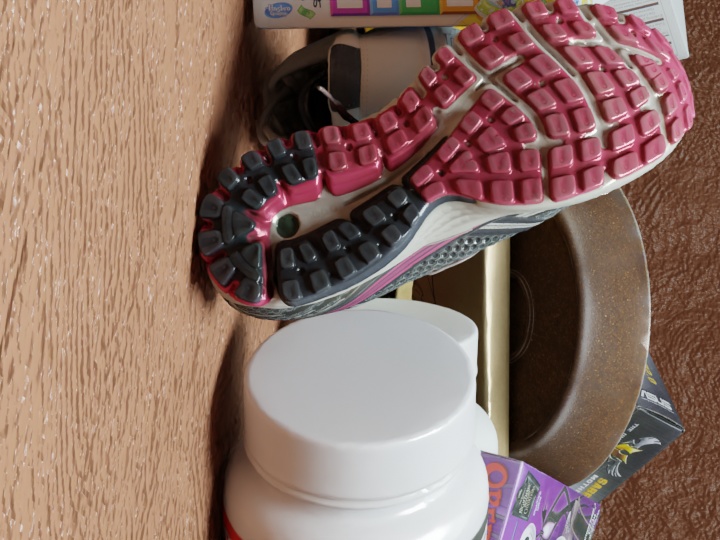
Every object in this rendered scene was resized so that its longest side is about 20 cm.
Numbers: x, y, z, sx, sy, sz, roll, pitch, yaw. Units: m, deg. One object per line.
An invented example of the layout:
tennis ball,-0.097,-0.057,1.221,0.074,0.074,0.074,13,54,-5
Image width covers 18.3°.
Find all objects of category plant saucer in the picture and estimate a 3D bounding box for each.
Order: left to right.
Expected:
plant saucer,0.098,0.027,1.300,0.200,0.034,0.201,-10,-101,62

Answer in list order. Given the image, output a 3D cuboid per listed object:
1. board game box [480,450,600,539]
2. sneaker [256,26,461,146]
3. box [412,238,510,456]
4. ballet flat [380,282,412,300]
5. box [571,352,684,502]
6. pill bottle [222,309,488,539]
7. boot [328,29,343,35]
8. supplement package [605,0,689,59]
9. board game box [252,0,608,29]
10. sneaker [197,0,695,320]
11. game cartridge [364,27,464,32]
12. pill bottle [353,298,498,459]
board game box,0.063,0.198,1.104,0.120,0.032,0.201,29,75,-57
sneaker,-0.011,-0.070,0.978,0.200,0.071,0.073,144,-50,-69
box,0.040,0.040,1.346,0.163,0.021,0.201,-2,-93,62
ballet flat,0.000,0.000,1.177,0.200,0.068,0.063,83,26,-60
box,0.090,0.095,1.394,0.048,0.200,0.159,28,28,-39
pill bottle,-0.003,0.125,0.966,0.114,0.114,0.200,-78,170,-56
boot,0.017,-0.086,1.221,0.200,0.075,0.074,44,52,-82
supplement package,0.124,-0.218,1.354,0.200,0.109,0.114,58,26,-55
board game box,0.051,-0.137,0.973,0.200,0.134,0.034,-37,126,-66
sneaker,0.032,-0.042,0.865,0.075,0.199,0.081,77,-8,-76
game cartridge,0.039,-0.121,1.184,0.200,0.032,0.177,15,58,-75
pill bottle,0.011,0.121,1.125,0.113,0.112,0.201,-69,163,-72
